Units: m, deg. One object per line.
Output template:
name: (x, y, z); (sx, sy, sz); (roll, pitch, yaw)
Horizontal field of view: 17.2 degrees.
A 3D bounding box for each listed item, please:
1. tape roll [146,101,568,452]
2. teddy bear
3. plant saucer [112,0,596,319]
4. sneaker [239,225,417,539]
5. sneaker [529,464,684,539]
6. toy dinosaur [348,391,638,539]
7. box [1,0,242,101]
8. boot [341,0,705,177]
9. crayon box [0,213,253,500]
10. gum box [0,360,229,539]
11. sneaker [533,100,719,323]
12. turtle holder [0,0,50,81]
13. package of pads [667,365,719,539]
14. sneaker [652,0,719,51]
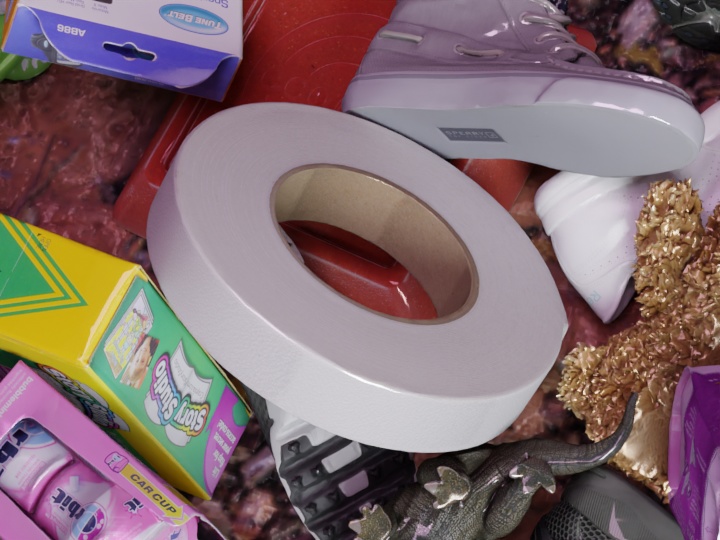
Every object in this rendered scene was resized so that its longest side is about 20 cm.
tape roll: (0.000, 0.000, 1.102); (0.203, 0.202, 0.037); (47, 127, 24)
teddy bear: (0.184, 0.014, 1.128); (0.145, 0.067, 0.201); (21, 100, -9)
plant saucer: (-0.008, -0.080, 1.245); (0.199, 0.037, 0.200); (24, 75, 21)
sneaker: (-0.026, 0.055, 1.178); (0.066, 0.091, 0.201); (-28, 91, 1)
sneaker: (0.146, 0.185, 1.082); (0.199, 0.076, 0.114); (35, 82, 26)
toy dinosaur: (0.040, 0.114, 1.100); (0.077, 0.102, 0.200); (41, 85, -2)
box: (-0.122, -0.166, 1.246); (0.119, 0.042, 0.201); (12, 50, -16)
boot: (0.085, -0.104, 1.154); (0.199, 0.074, 0.096); (7, 66, 35)
crayon box: (-0.160, 0.029, 1.147); (0.172, 0.200, 0.058); (19, 74, 19)
gum box: (-0.108, 0.126, 1.095); (0.113, 0.200, 0.066); (36, 80, 25)
sneaker: (0.191, -0.040, 1.171); (0.199, 0.075, 0.089); (-25, 78, 9)
turtle holder: (-0.248, -0.153, 1.278); (0.141, 0.132, 0.186); (20, 74, 19)
package of pads: (0.239, 0.091, 1.048); (0.199, 0.121, 0.076); (0, 109, -3)
sneaker: (0.250, -0.153, 1.191); (0.199, 0.078, 0.087); (13, 69, 18)
